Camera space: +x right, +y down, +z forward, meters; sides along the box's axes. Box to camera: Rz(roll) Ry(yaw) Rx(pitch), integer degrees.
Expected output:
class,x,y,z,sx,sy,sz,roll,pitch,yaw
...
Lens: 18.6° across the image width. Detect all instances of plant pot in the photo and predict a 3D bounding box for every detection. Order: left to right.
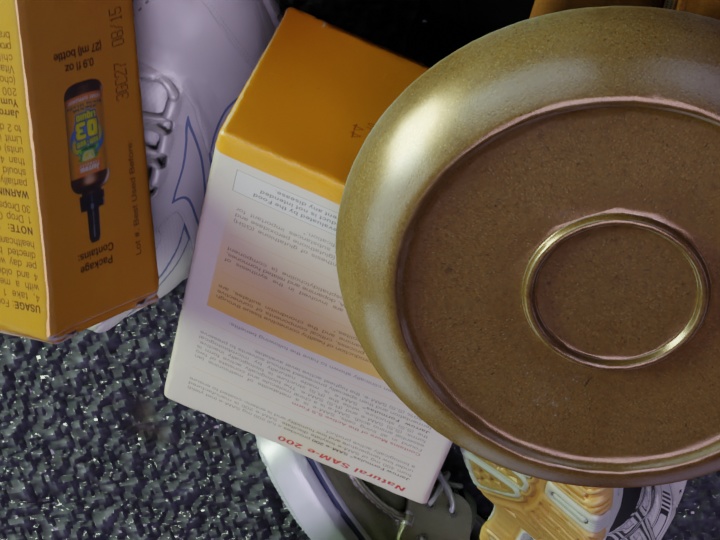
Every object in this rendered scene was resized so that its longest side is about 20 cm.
class,x,y,z,sx,sy,sz,roll,pitch,yaw
plant pot,0.090,0.003,0.773,0.200,0.027,0.200,2,124,4

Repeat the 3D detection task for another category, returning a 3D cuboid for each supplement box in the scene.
class,x,y,z,sx,sy,sz,roll,pitch,yaw
supplement box,-0.126,-0.078,0.829,0.069,0.067,0.200,7,109,36
supplement box,0.000,0.000,0.891,0.126,0.074,0.200,23,146,3

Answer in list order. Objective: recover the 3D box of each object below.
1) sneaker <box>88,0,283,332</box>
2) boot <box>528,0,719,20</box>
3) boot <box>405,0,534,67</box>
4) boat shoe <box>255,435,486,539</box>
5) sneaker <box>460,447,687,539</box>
class,x,y,z,sx,sy,sz,roll,pitch,yaw
sneaker,-0.082,-0.050,0.900,0.074,0.087,0.200,24,135,13
boot,0.152,-0.119,0.719,0.188,0.068,0.200,6,125,1
boot,0.104,-0.104,0.881,0.198,0.073,0.163,5,128,9
boat shoe,0.025,0.120,1.049,0.062,0.072,0.200,-34,126,13
sneaker,0.097,0.082,0.933,0.076,0.088,0.200,44,162,20
